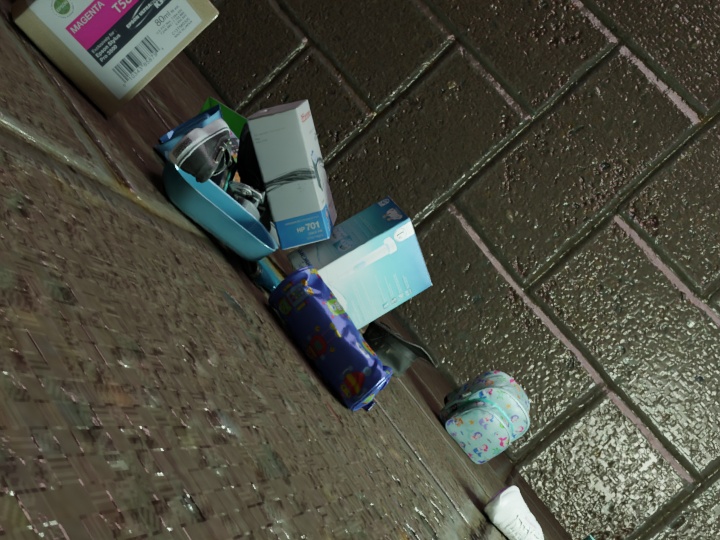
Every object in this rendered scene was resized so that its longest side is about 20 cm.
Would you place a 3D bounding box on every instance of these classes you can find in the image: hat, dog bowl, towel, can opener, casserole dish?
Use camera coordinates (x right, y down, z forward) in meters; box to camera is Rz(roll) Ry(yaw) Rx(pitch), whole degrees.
[{"bbox_3d":[0.055,0.160,1.551,0.199,0.082,0.201,34,-5,3],"label":"hat"},{"bbox_3d":[-0.254,-0.204,1.198,0.050,0.110,0.200,61,-1,-20],"label":"dog bowl"},{"bbox_3d":[-0.128,0.015,1.169,0.200,0.022,0.147,49,3,-46],"label":"towel"},{"bbox_3d":[-0.177,-0.082,1.217,0.052,0.068,0.200,19,-17,3],"label":"can opener"},{"bbox_3d":[-0.192,-0.079,1.027,0.199,0.039,0.121,41,7,-30],"label":"casserole dish"}]

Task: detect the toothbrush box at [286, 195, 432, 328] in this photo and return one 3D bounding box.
[{"bbox_3d":[0.000,0.000,1.260,0.085,0.197,0.148,49,-13,51],"label":"toothbrush box"}]

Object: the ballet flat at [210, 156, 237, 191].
[{"bbox_3d":[-0.235,-0.146,1.213,0.073,0.073,0.201,48,9,-16],"label":"ballet flat"}]

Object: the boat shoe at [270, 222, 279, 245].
[{"bbox_3d":[-0.197,-0.138,1.527,0.201,0.056,0.069,50,3,-3],"label":"boat shoe"}]

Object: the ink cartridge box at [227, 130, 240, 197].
[{"bbox_3d":[-0.230,-0.179,1.431,0.201,0.042,0.119,52,31,-5],"label":"ink cartridge box"}]

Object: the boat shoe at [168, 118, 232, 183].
[{"bbox_3d":[-0.199,-0.151,1.013,0.057,0.069,0.200,45,12,-9],"label":"boat shoe"}]

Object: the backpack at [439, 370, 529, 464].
[{"bbox_3d":[0.305,0.348,1.859,0.178,0.199,0.151,49,23,-10],"label":"backpack"}]

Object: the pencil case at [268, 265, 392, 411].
[{"bbox_3d":[-0.036,0.090,1.026,0.201,0.078,0.086,51,32,13],"label":"pencil case"}]

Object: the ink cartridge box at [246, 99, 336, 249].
[{"bbox_3d":[-0.104,-0.154,1.217,0.147,0.084,0.205,-79,158,-72],"label":"ink cartridge box"}]

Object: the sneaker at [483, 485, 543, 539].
[{"bbox_3d":[0.291,0.459,1.411,0.200,0.075,0.100,47,3,-47],"label":"sneaker"}]

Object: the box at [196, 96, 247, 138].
[{"bbox_3d":[-0.239,-0.256,1.654,0.198,0.098,0.176,33,-4,17],"label":"box"}]

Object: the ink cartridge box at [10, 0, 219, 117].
[{"bbox_3d":[-0.304,-0.324,0.968,0.165,0.200,0.075,46,3,-37],"label":"ink cartridge box"}]

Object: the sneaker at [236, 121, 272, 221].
[{"bbox_3d":[-0.167,-0.162,1.301,0.203,0.077,0.077,96,-3,-46],"label":"sneaker"}]

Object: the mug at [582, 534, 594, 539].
[{"bbox_3d":[0.471,0.636,1.561,0.153,0.114,0.185,51,4,18],"label":"mug"}]
